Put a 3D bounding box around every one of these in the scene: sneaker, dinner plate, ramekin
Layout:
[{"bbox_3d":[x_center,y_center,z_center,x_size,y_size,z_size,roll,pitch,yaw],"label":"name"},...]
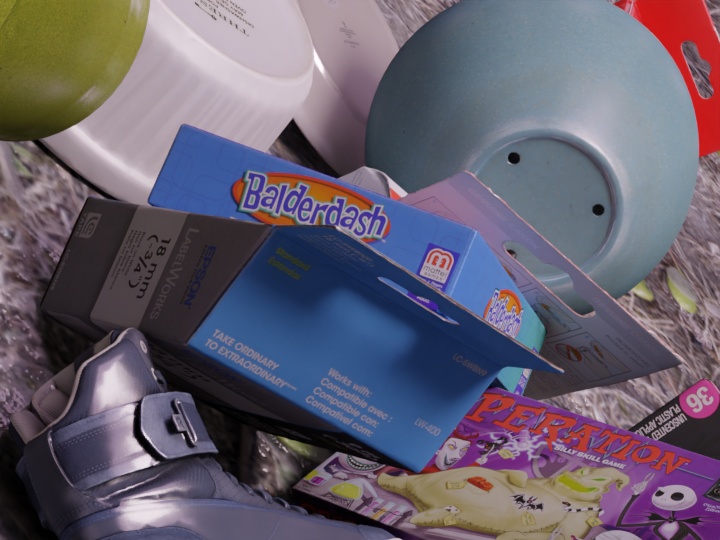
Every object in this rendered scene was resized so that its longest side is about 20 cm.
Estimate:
[{"bbox_3d":[-0.064,0.094,0.996,0.202,0.077,0.146,1,54,-58],"label":"sneaker"},{"bbox_3d":[-0.013,-0.141,1.447,0.200,0.024,0.200,46,29,-35],"label":"dinner plate"},{"bbox_3d":[-0.112,-0.131,1.233,0.202,0.094,0.203,39,25,-22],"label":"ramekin"}]

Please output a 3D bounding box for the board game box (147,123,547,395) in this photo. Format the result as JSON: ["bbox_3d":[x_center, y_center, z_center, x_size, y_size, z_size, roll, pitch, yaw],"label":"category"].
[{"bbox_3d":[0.000,0.000,1.118,0.152,0.045,0.200,21,-9,17],"label":"board game box"}]

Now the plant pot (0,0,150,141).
[{"bbox_3d":[-0.191,-0.139,1.021,0.201,0.200,0.193,58,13,21],"label":"plant pot"}]

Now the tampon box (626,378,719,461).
[{"bbox_3d":[0.177,0.182,1.154,0.200,0.150,0.126,57,8,18],"label":"tampon box"}]

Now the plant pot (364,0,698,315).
[{"bbox_3d":[0.100,-0.053,1.322,0.200,0.200,0.135,44,14,-10],"label":"plant pot"}]

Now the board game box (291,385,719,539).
[{"bbox_3d":[0.080,0.109,1.077,0.200,0.032,0.120,16,34,37],"label":"board game box"}]

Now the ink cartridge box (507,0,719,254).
[{"bbox_3d":[0.131,-0.089,1.425,0.116,0.200,0.067,65,19,-16],"label":"ink cartridge box"}]

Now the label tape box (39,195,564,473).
[{"bbox_3d":[-0.031,0.031,1.025,0.144,0.063,0.200,32,-13,-34],"label":"label tape box"}]

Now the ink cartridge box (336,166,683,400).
[{"bbox_3d":[0.064,0.001,1.229,0.162,0.200,0.050,40,60,-18],"label":"ink cartridge box"}]
